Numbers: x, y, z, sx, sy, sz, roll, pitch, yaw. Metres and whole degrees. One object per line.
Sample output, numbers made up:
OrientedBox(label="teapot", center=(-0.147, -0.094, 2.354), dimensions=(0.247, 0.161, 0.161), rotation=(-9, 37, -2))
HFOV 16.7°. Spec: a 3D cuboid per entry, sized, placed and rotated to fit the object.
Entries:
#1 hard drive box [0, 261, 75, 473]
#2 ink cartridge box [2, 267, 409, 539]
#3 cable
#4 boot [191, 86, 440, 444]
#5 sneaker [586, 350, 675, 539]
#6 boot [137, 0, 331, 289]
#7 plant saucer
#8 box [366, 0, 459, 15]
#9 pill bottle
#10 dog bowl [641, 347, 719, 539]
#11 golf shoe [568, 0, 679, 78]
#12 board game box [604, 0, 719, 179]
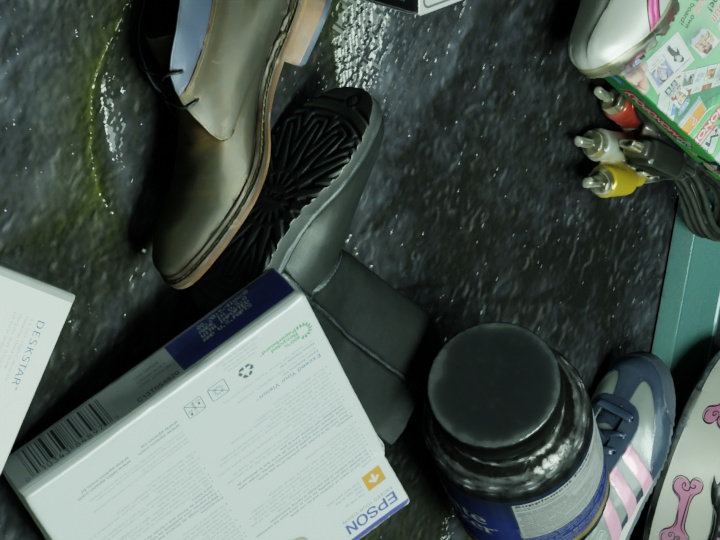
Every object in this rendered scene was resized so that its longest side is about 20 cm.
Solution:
OrientedBox(label="hard drive box", center=(-0.258, 0.048, 1.217), dimensions=(0.200, 0.077, 0.156), rotation=(26, 86, -51))
OrientedBox(label="ink cartridge box", center=(-0.087, 0.124, 1.443), dimensions=(0.199, 0.041, 0.200), rotation=(-35, 133, -11))
OrientedBox(label="cable", center=(0.215, -0.083, 1.757), dimensions=(0.200, 0.050, 0.097), rotation=(23, 75, -57))
OrientedBox(label="boot", center=(-0.001, 0.001, 1.509), dimensions=(0.165, 0.066, 0.200), rotation=(-54, 137, -5))
OrientedBox(label="sneaker", center=(0.168, 0.151, 1.777), dimensions=(0.082, 0.070, 0.200), rotation=(18, 91, -53))
OrientedBox(label="boot", center=(-0.097, -0.095, 1.366), dimensions=(0.097, 0.075, 0.200), rotation=(22, 89, -34))
OrientedBox(label="plant saucer", center=(0.251, 0.037, 1.867), dimensions=(0.070, 0.019, 0.201), rotation=(-10, 115, -47))
OrientedBox(label="box", center=(0.051, -0.264, 1.455), dimensions=(0.117, 0.060, 0.200), rotation=(-24, 124, -42))
OrientedBox(label="pill bottle", center=(0.100, 0.110, 1.604), dimensions=(0.112, 0.112, 0.200), rotation=(-57, 157, -15))
OrientedBox(label="dog bowl", center=(0.285, 0.158, 1.873), dimensions=(0.200, 0.074, 0.200), rotation=(-52, 152, -41))
OrientedBox(label="golf shoe", center=(0.179, -0.223, 1.628), dimensions=(0.092, 0.073, 0.200), rotation=(37, 70, -33))
OrientedBox(label="board game box", center=(0.263, -0.180, 1.693), dimensions=(0.135, 0.029, 0.200), rotation=(38, 79, -29))
